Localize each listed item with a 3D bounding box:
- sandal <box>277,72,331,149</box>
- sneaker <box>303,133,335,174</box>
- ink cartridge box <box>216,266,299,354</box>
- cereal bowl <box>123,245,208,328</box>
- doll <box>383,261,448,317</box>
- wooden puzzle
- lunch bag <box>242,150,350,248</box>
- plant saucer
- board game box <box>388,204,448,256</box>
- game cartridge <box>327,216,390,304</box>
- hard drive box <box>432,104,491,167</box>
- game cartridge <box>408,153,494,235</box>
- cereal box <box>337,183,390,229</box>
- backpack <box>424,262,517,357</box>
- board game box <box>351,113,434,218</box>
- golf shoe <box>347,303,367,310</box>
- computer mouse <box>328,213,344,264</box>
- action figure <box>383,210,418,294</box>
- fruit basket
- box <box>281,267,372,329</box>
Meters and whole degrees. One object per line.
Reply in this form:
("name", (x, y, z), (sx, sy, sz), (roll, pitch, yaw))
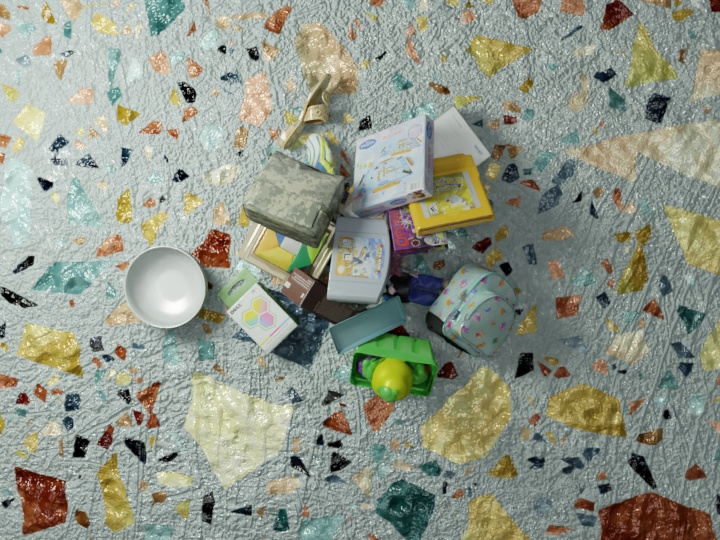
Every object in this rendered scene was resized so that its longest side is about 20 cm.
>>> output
("sandal", (-0.111, -0.369, 1.697), (0.070, 0.078, 0.212), (39, 100, 6))
("sneaker", (-0.118, -0.236, 1.672), (0.105, 0.076, 0.200), (-8, 71, -28))
("ink cartridge box", (-0.256, 0.097, 1.721), (0.104, 0.059, 0.200), (-44, 91, 2))
("cereal bowl", (-0.467, 0.039, 1.711), (0.200, 0.083, 0.200), (0, 91, 1))
("doll", (0.110, 0.048, 1.718), (0.200, 0.048, 0.137), (9, 82, 1))
("wooden puzzle", (-0.166, -0.066, 1.664), (0.200, 0.037, 0.185), (29, 97, -4))
("lunch bag", (-0.141, -0.165, 1.567), (0.200, 0.139, 0.168), (23, 77, 4))
("plant saucer", (0.017, 0.127, 1.650), (0.200, 0.019, 0.070), (-23, 100, -23))
("board game box", (0.125, -0.124, 1.592), (0.120, 0.032, 0.200), (-10, 53, 4))
("game cartridge", (0.001, -0.025, 1.580), (0.133, 0.042, 0.200), (3, 72, 10))
("hard drive box", (0.189, -0.274, 1.695), (0.200, 0.077, 0.156), (-37, 91, 2))
("game cartridge", (0.191, -0.178, 1.587), (0.176, 0.032, 0.200), (-12, 56, -3))
("cereal box", (0.040, -0.129, 1.720), (0.144, 0.040, 0.200), (-33, 91, 3))
("backpack", (0.276, 0.090, 1.658), (0.176, 0.153, 0.200), (36, 81, -34))
("board game box", (0.074, -0.238, 1.608), (0.200, 0.041, 0.200), (-13, 61, 35))
("golf shoe", (0.000, 0.000, 1.641), (0.077, 0.088, 0.200), (-7, 73, 13))
("computer mouse", (-0.132, -0.071, 1.705), (0.200, 0.053, 0.139), (2, 101, 8))
("action figure", (0.065, -0.028, 1.644), (0.149, 0.134, 0.200), (38, 106, 14))
("fruit basket", (0.076, 0.248, 1.642), (0.215, 0.216, 0.156), (9, 136, 1))
("box", (-0.078, 0.075, 1.650), (0.200, 0.100, 0.075), (29, 92, -39))
